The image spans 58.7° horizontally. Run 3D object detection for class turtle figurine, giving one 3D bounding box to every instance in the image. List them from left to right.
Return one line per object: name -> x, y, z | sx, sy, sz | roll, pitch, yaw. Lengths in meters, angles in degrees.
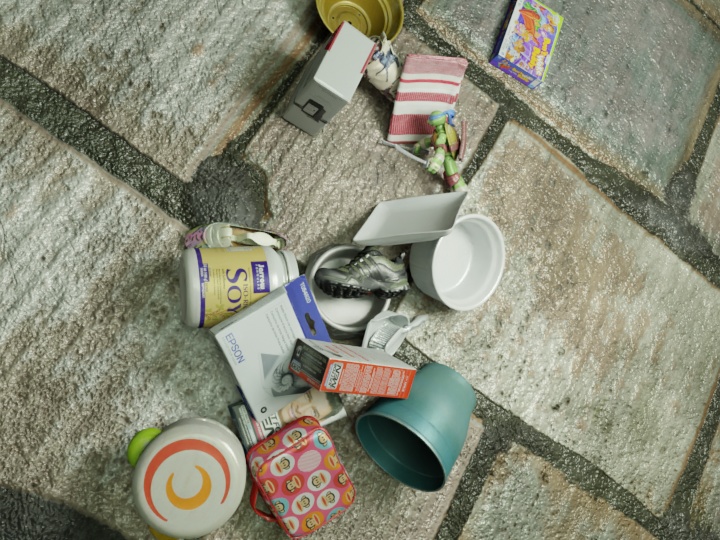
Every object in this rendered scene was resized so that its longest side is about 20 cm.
turtle figurine -> 0.150, -0.228, 1.375 | 0.200, 0.144, 0.194 | -36, 109, -22

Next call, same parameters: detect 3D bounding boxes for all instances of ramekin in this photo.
ramekin -> 0.198, -0.024, 1.338 | 0.200, 0.098, 0.201 | -8, 105, -32

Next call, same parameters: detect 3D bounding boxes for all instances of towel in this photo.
towel -> 0.141, -0.362, 1.373 | 0.144, 0.200, 0.023 | -4, 41, -21

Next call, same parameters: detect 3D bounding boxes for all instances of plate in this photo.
plate -> 0.106, -0.099, 1.273 | 0.200, 0.200, 0.032 | -57, 136, -57

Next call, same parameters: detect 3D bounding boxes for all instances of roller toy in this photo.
roller toy -> -0.287, 0.351, 1.095 | 0.182, 0.140, 0.201 | -13, 87, -11

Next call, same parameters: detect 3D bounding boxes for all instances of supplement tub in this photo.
supplement tub -> -0.224, 0.028, 1.175 | 0.199, 0.145, 0.146 | -3, 81, -21

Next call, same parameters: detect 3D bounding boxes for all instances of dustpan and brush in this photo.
dustpan and brush -> 0.075, 0.124, 1.303 | 0.057, 0.140, 0.200 | 26, 34, 20

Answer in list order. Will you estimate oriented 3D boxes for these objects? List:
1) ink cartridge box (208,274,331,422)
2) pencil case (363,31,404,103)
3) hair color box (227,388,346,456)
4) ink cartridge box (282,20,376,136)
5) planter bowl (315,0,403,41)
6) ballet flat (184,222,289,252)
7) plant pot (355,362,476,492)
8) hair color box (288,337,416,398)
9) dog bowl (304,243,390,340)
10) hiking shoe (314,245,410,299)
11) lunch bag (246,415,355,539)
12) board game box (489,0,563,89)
ink cartridge box -> -0.140, 0.138, 1.136 | 0.200, 0.041, 0.200 | -33, 119, -23
pencil case -> 0.075, -0.413, 1.367 | 0.200, 0.089, 0.078 | 31, 43, -42
hair color box -> -0.137, 0.265, 1.210 | 0.200, 0.061, 0.099 | -19, 87, -23
ink cartridge box -> -0.067, -0.377, 1.280 | 0.083, 0.200, 0.146 | 29, 72, -18
planter bowl -> -0.013, -0.557, 1.394 | 0.200, 0.083, 0.201 | 3, 80, -20
ballet flat -> -0.232, -0.061, 1.228 | 0.199, 0.071, 0.069 | 4, 79, -20
plant pot -> 0.124, 0.286, 1.242 | 0.200, 0.200, 0.188 | 50, 54, -6
hair color box -> -0.013, 0.176, 1.143 | 0.200, 0.111, 0.064 | 15, 94, -37
dog bowl -> -0.027, 0.039, 1.294 | 0.200, 0.059, 0.201 | 4, 79, -21
hiking shoe -> 0.000, 0.000, 1.250 | 0.200, 0.076, 0.101 | 5, 67, -27
lunch bag -> -0.116, 0.382, 1.154 | 0.176, 0.082, 0.200 | -29, 116, -20
board game box -> 0.410, -0.568, 1.576 | 0.134, 0.045, 0.200 | 25, 72, -15
